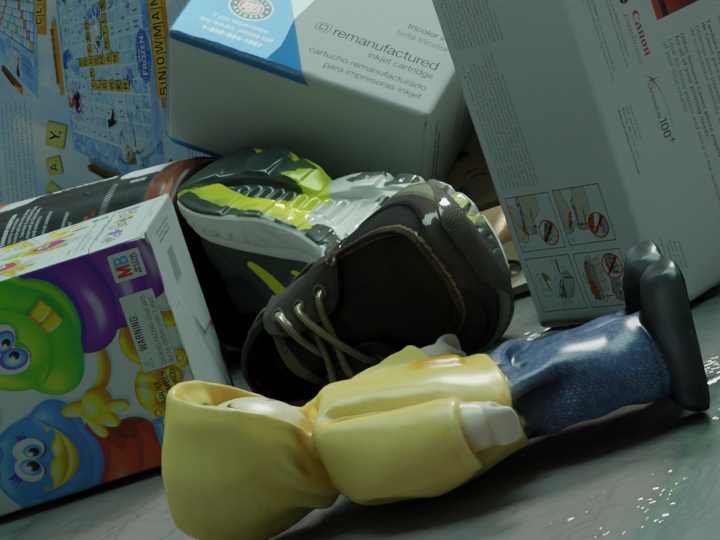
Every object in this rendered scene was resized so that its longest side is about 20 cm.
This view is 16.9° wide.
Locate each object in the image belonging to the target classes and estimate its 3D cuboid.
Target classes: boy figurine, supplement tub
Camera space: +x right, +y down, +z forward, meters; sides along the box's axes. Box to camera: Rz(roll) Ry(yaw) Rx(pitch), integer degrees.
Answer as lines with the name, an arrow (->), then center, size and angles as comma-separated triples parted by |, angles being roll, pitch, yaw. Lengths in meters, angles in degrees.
boy figurine -> 0.023, 0.047, 0.885 | 0.199, 0.065, 0.124 | -15, 12, 2
supplement tub -> -0.146, 0.008, 1.280 | 0.199, 0.108, 0.107 | -12, 12, 32

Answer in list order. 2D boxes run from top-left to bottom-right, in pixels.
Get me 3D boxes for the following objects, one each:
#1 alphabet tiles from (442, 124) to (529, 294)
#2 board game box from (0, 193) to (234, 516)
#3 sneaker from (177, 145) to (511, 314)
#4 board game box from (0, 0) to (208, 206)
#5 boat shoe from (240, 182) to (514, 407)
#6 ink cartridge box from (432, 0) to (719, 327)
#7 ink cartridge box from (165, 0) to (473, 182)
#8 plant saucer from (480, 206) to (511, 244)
alphabet tiles -> 0.102, -0.056, 1.222 | 0.199, 0.008, 0.168 | -18, 40, 1
board game box -> -0.169, 0.051, 1.095 | 0.199, 0.104, 0.105 | -17, 10, 5
sneaker -> 0.000, 0.000, 1.154 | 0.199, 0.085, 0.074 | 23, 54, 42
board game box -> -0.154, -0.126, 1.372 | 0.198, 0.201, 0.041 | -2, 1, 28
boat shoe -> 0.002, 0.025, 1.001 | 0.073, 0.075, 0.200 | -37, -3, -22
ink cartridge box -> 0.132, -0.100, 1.083 | 0.175, 0.201, 0.084 | -26, 12, -38
ink cartridge box -> 0.005, -0.138, 1.253 | 0.144, 0.085, 0.200 | 19, 50, 13
plant saucer -> 0.013, -0.061, 1.311 | 0.199, 0.036, 0.201 | 14, 36, -10
